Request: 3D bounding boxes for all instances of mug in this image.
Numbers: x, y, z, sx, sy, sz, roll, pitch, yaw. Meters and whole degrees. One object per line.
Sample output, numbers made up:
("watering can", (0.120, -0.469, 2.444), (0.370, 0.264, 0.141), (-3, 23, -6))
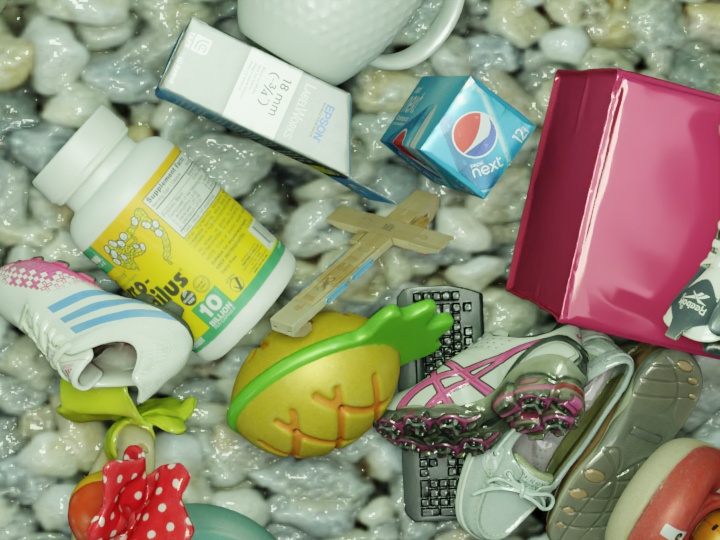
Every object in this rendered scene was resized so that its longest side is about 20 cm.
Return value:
("mug", (0.003, -0.233, 1.296), (0.199, 0.147, 0.176), (25, 99, -40))

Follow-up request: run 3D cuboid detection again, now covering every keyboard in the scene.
("keyboard", (0.085, 0.113, 1.386), (0.103, 0.040, 0.203), (-4, 98, -6))

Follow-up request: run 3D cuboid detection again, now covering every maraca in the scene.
("maraca", (-0.018, 0.081, 1.322), (0.199, 0.137, 0.108), (-31, 68, 11))

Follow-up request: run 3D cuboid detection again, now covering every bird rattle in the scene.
("bird rattle", (-0.183, 0.177, 1.290), (0.112, 0.201, 0.164), (13, 123, -25))

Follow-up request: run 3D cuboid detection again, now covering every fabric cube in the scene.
("fabric cube", (0.249, -0.045, 1.309), (0.197, 0.200, 0.199), (13, 96, -9))

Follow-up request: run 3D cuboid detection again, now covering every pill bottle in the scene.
("pill bottle", (-0.157, -0.033, 1.301), (0.200, 0.113, 0.113), (43, 90, -10))

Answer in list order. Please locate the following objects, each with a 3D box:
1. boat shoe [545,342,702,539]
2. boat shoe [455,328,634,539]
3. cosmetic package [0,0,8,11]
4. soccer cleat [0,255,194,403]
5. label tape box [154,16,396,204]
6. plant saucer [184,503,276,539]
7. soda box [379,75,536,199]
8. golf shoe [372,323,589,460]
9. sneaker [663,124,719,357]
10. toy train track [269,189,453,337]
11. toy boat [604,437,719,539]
("boat shoe", (0.219, 0.146, 1.393), (0.075, 0.072, 0.201), (28, 103, -19))
("boat shoe", (0.151, 0.141, 1.358), (0.074, 0.065, 0.203), (36, 95, -24))
("cosmetic package", (-0.297, -0.265, 1.270), (0.103, 0.087, 0.201), (36, 91, -9))
("soccer cleat", (-0.224, 0.046, 1.274), (0.198, 0.087, 0.070), (13, 138, 27))
("label tape box", (-0.059, -0.124, 1.289), (0.198, 0.144, 0.064), (25, 91, -10))
("plant saucer", (-0.132, 0.290, 1.343), (0.198, 0.036, 0.203), (5, 75, -18))
("soda box", (0.071, -0.106, 1.278), (0.064, 0.200, 0.068), (36, 91, -9))
("golf shoe", (0.099, 0.097, 1.340), (0.198, 0.093, 0.073), (-15, 137, 33))
("sneaker", (0.266, -0.007, 1.175), (0.129, 0.079, 0.201), (-25, 110, -11))
("toy train track", (0.000, 0.000, 1.316), (0.200, 0.114, 0.033), (-41, 135, -39))
("toy boat", (0.295, 0.224, 1.345), (0.199, 0.131, 0.131), (22, 102, -44))
